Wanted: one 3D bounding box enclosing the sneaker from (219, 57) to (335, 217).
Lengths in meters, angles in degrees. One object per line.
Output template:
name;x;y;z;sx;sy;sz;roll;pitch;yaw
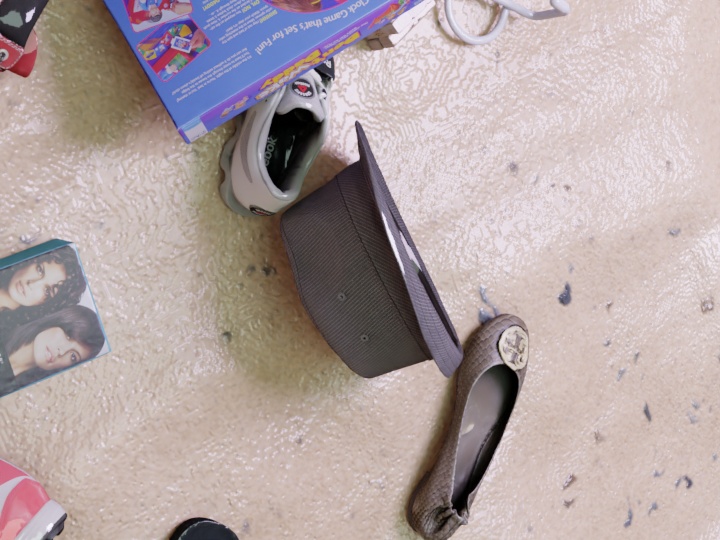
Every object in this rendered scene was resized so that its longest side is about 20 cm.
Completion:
sneaker;-0.047;-0.139;0.892;0.073;0.088;0.203;9;88;-27

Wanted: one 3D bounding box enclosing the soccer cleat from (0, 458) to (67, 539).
soccer cleat;-0.287;0.213;0.805;0.073;0.068;0.200;44;76;1

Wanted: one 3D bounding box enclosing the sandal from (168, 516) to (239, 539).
sandal;-0.142;0.281;0.889;0.075;0.048;0.203;24;82;-28

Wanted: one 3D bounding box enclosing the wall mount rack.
wall mount rack;0.106;-0.290;0.968;0.172;0.074;0.203;18;83;-32

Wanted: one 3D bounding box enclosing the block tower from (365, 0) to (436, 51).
block tower;-0.017;-0.265;0.917;0.058;0.054;0.201;-46;113;-19

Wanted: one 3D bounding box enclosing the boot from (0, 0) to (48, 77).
boot;-0.288;-0.147;0.769;0.144;0.072;0.201;48;68;-24

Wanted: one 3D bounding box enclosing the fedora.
fedora;0.000;0.000;0.905;0.089;0.177;0.201;-25;114;5

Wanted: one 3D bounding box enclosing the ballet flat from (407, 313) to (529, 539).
ballet flat;0.098;0.132;1.012;0.067;0.046;0.202;31;79;-28

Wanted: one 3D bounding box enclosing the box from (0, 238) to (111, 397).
box;-0.272;0.052;0.801;0.198;0.049;0.083;-23;104;-25

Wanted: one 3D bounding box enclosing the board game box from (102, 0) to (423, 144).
board game box;-0.070;-0.198;0.835;0.199;0.045;0.135;-31;85;-3
